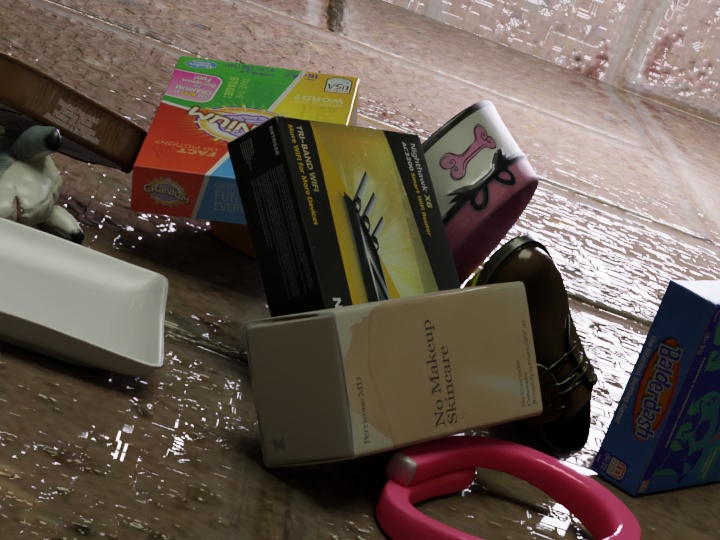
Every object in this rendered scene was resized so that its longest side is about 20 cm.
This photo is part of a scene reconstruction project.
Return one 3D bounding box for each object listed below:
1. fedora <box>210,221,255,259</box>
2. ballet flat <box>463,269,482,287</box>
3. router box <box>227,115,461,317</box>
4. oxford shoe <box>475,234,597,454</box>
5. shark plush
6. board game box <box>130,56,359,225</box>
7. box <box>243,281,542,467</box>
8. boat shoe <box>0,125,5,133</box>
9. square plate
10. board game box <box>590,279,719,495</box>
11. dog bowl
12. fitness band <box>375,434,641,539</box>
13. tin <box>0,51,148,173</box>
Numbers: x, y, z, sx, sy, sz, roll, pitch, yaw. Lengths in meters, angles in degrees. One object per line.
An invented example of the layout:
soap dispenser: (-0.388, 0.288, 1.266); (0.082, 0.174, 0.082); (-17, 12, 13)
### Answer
fedora: (-0.059, -0.053, 1.795); (0.199, 0.082, 0.201); (11, 16, -3)
ballet flat: (0.125, 0.054, 1.691); (0.067, 0.067, 0.200); (15, 16, -28)
router box: (0.000, 0.000, 1.505); (0.157, 0.052, 0.201); (2, 68, -50)
oxford shoe: (0.131, 0.054, 1.514); (0.084, 0.073, 0.200); (42, -18, 39)
shark plush: (-0.281, -0.080, 1.631); (0.083, 0.091, 0.200); (-21, 39, -22)
board game box: (-0.086, -0.101, 1.712); (0.152, 0.041, 0.200); (7, 30, 3)
box: (0.024, 0.064, 1.386); (0.077, 0.096, 0.200); (-9, 1, 39)
boat shoe: (-0.316, -0.143, 1.802); (0.199, 0.072, 0.062); (23, 11, 25)
square plate: (-0.226, 0.011, 1.442); (0.199, 0.029, 0.198); (19, 15, -9)
board game box: (0.262, 0.083, 1.611); (0.045, 0.153, 0.200); (30, 18, 31)
dog bowl: (0.058, -0.033, 1.691); (0.074, 0.200, 0.200); (43, 19, 10)
fitness band: (0.095, 0.153, 1.356); (0.143, 0.038, 0.200); (28, 17, 26)
tin: (-0.247, -0.125, 1.657); (0.112, 0.042, 0.200); (10, -13, 42)
